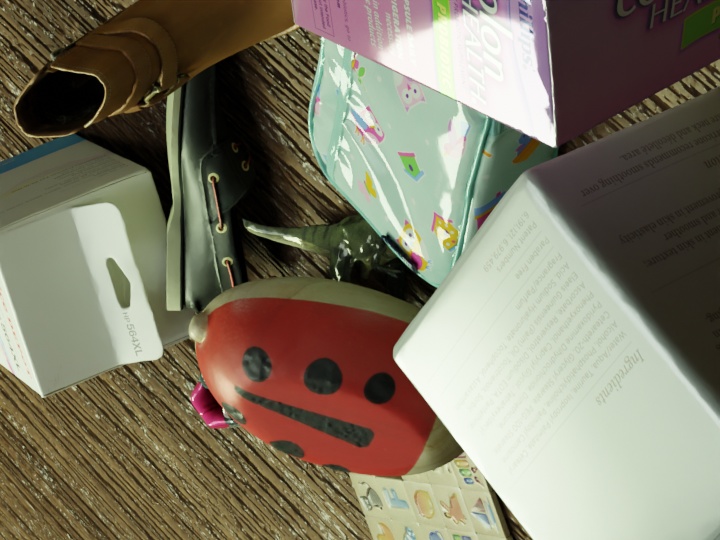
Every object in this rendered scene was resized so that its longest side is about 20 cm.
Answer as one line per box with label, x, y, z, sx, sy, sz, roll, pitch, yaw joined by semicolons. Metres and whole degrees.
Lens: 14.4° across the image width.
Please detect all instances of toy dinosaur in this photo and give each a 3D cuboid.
toy dinosaur;0.000;0.000;1.817;0.200;0.047;0.088;-4;109;54

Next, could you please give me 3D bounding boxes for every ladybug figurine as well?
ladybug figurine;-0.014;0.073;1.777;0.200;0.072;0.136;17;132;-7

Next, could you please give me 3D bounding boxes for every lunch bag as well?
lunch bag;0.038;-0.095;1.649;0.160;0.077;0.200;45;146;26

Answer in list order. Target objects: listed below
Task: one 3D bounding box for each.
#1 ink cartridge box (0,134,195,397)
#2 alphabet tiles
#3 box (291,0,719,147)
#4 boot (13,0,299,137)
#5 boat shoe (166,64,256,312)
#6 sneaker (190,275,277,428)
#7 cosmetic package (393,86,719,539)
ink cartridge box;-0.209;-0.005;2.015;0.200;0.125;0.129;25;135;65
alphabet tiles;0.051;0.172;1.924;0.167;0.008;0.200;2;116;56
box;0.089;-0.166;1.414;0.200;0.176;0.097;28;136;43
boot;-0.114;-0.150;1.733;0.200;0.155;0.077;-23;97;42
boat shoe;-0.101;-0.068;1.907;0.074;0.063;0.202;-91;0;-69
sneaker;-0.066;0.066;1.902;0.081;0.075;0.200;56;165;11
cosmetic package;0.160;0.047;1.467;0.200;0.167;0.166;52;137;17
